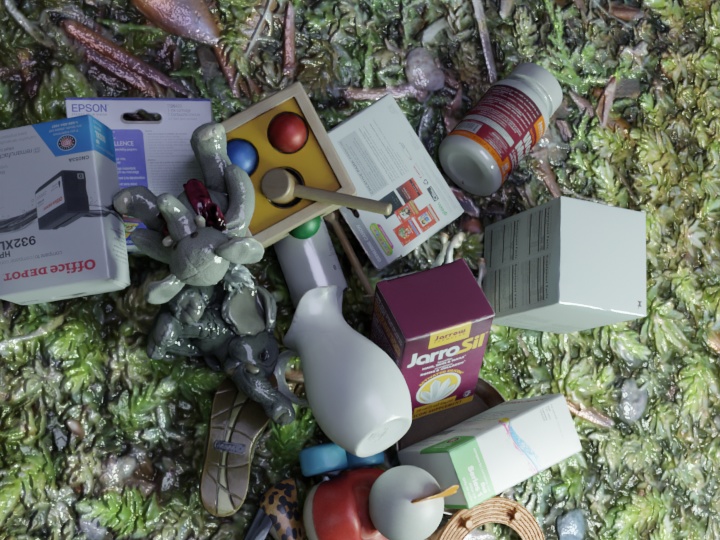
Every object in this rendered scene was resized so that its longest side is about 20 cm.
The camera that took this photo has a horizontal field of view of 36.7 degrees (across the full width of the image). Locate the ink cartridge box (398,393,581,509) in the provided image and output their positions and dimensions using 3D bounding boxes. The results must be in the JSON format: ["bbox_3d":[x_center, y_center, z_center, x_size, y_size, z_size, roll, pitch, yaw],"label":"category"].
[{"bbox_3d":[0.174,0.242,1.461,0.199,0.145,0.085,-20,89,-27],"label":"ink cartridge box"}]

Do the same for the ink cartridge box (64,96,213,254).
[{"bbox_3d":[-0.282,-0.122,1.416,0.196,0.047,0.202,-3,79,-24],"label":"ink cartridge box"}]

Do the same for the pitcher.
[{"bbox_3d":[-0.032,0.147,1.382,0.121,0.172,0.201,-4,49,-43],"label":"pitcher"}]

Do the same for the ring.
[{"bbox_3d":[0.184,0.419,1.519,0.199,0.019,0.203,0,90,-28],"label":"ring"}]

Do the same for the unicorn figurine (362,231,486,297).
[{"bbox_3d":[0.116,0.018,1.527,0.199,0.074,0.138,34,64,-32],"label":"unicorn figurine"}]

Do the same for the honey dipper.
[{"bbox_3d":[0.000,0.000,1.502,0.038,0.038,0.201,-33,107,-26],"label":"honey dipper"}]

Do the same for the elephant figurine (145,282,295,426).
[{"bbox_3d":[-0.163,0.087,1.384,0.199,0.141,0.156,22,86,-13],"label":"elephant figurine"}]

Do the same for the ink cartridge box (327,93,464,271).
[{"bbox_3d":[0.017,-0.115,1.527,0.175,0.084,0.201,-35,95,-29],"label":"ink cartridge box"}]

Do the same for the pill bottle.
[{"bbox_3d":[0.213,-0.215,1.627,0.110,0.109,0.200,46,65,-10],"label":"pill bottle"}]

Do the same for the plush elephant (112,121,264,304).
[{"bbox_3d":[-0.191,-0.044,1.251,0.164,0.155,0.201,-29,100,7],"label":"plush elephant"}]

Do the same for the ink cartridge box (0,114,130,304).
[{"bbox_3d":[-0.368,-0.071,1.311,0.144,0.084,0.202,-9,82,4],"label":"ink cartridge box"}]

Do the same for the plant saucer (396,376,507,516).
[{"bbox_3d":[0.133,0.244,1.541,0.198,0.034,0.202,5,79,-24],"label":"plant saucer"}]

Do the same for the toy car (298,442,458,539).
[{"bbox_3d":[0.047,0.298,1.373,0.176,0.199,0.186,9,67,-56],"label":"toy car"}]

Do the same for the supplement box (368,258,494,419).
[{"bbox_3d":[0.088,0.097,1.438,0.130,0.201,0.104,-15,52,-16],"label":"supplement box"}]

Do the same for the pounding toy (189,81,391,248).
[{"bbox_3d":[-0.085,-0.116,1.362,0.183,0.142,0.201,-28,90,1],"label":"pounding toy"}]

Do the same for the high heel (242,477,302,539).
[{"bbox_3d":[-0.056,0.368,1.407,0.199,0.071,0.143,31,71,-10],"label":"high heel"}]

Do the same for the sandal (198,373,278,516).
[{"bbox_3d":[-0.162,0.217,1.396,0.080,0.054,0.202,16,68,-7],"label":"sandal"}]

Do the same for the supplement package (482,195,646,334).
[{"bbox_3d":[0.291,-0.002,1.570,0.150,0.200,0.152,9,76,-24],"label":"supplement package"}]

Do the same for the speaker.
[{"bbox_3d":[-0.085,-0.055,1.472,0.081,0.081,0.202,-19,89,-27],"label":"speaker"}]
